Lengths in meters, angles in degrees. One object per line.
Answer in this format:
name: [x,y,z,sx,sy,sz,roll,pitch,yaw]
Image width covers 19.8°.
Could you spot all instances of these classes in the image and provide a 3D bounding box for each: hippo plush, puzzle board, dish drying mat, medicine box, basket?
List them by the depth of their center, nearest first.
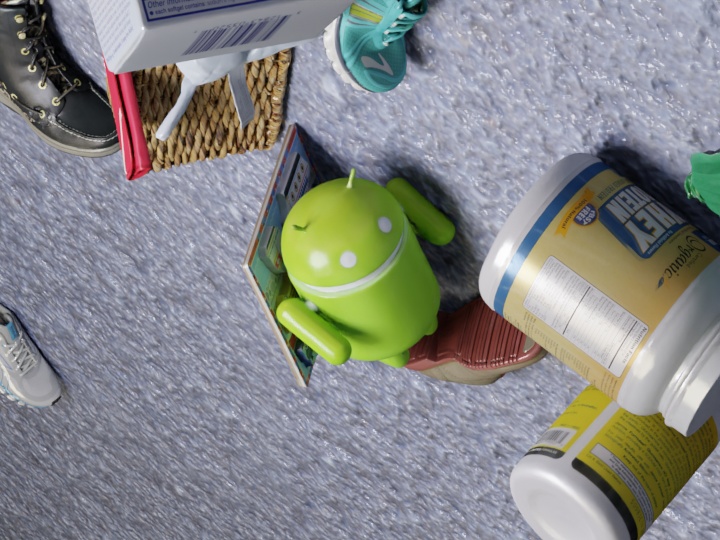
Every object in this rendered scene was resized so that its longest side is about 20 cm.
medicine box: [-0.119,-0.269,1.537,0.103,0.181,0.201,-33,73,64]
hippo plush: [-0.115,-0.245,1.736,0.161,0.158,0.201,-118,23,-48]
dish drying mat: [-0.216,-0.182,1.812,0.077,0.018,0.201,159,98,-77]
puzzle board: [-0.054,-0.015,1.896,0.017,0.201,0.151,-7,129,20]
basket: [-0.155,-0.202,1.902,0.200,0.148,0.143,100,155,-60]

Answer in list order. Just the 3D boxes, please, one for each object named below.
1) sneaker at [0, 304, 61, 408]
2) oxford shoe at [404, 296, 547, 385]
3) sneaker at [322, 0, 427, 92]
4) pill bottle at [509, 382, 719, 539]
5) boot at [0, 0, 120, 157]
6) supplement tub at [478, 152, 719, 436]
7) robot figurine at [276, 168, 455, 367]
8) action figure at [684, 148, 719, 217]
sneaker: [-0.482,0.105,2.828,0.200,0.075,0.087,47,149,-3]
oxford shoe: [0.119,0.070,1.908,0.075,0.071,0.200,28,163,-30]
sneaker: [0.016,-0.211,1.625,0.079,0.078,0.200,23,147,22]
pill bottle: [0.221,0.135,1.670,0.112,0.200,0.113,35,153,21]
boot: [-0.326,-0.214,2.129,0.203,0.073,0.154,33,149,25]
supplement tub: [0.207,0.019,1.588,0.200,0.145,0.145,37,153,16]
robot figurine: [0.000,0.000,1.837,0.115,0.176,0.200,28,156,40]
action figure: [0.292,-0.058,1.453,0.118,0.055,0.200,55,160,-22]
